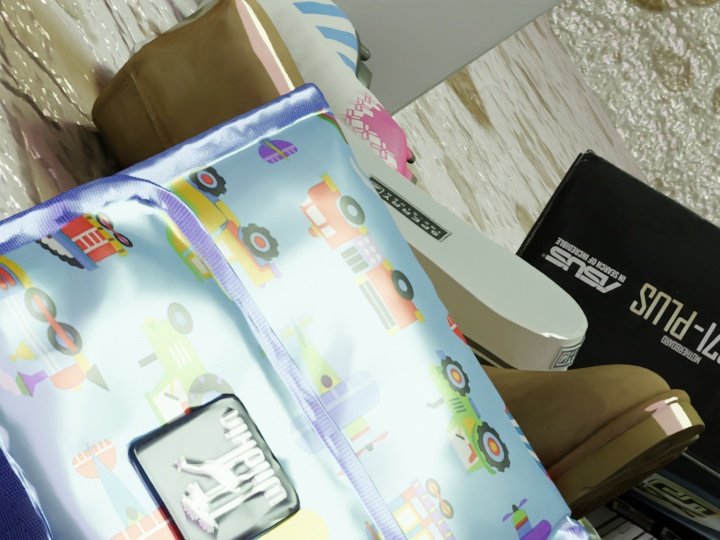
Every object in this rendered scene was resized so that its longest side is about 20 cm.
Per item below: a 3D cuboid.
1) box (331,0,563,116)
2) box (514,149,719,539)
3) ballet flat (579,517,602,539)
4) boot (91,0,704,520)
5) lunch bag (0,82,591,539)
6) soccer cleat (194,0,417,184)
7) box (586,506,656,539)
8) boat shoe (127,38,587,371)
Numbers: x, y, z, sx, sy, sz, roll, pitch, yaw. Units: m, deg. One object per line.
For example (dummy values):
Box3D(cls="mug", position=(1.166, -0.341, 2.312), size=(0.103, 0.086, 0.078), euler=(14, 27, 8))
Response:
Box3D(cls="box", position=(0.012, -0.193, 1.090), size=(0.199, 0.200, 0.131), euler=(56, 11, -8))
Box3D(cls="box", position=(0.134, 0.053, 0.937), size=(0.164, 0.086, 0.200), euler=(32, -11, 10))
Box3D(cls="ballet flat", position=(0.042, 0.093, 0.822), size=(0.071, 0.069, 0.200), euler=(23, 23, -31))
Box3D(cls="boot", position=(0.000, 0.000, 0.711), size=(0.066, 0.175, 0.200), euler=(-23, 81, -38))
Box3D(cls="lunch bag", position=(-0.042, 0.052, 0.558), size=(0.151, 0.094, 0.200), euler=(59, 24, 0))
Box3D(cls="soccer cleat", position=(-0.034, -0.069, 0.938), size=(0.086, 0.070, 0.200), euler=(36, 17, -23))
Box3D(cls="box", position=(0.116, 0.084, 1.139), size=(0.117, 0.060, 0.200), euler=(61, 12, 16))
Box3D(cls="boat shoe", position=(-0.015, -0.010, 0.822), size=(0.200, 0.064, 0.071), euler=(38, 25, 16))
